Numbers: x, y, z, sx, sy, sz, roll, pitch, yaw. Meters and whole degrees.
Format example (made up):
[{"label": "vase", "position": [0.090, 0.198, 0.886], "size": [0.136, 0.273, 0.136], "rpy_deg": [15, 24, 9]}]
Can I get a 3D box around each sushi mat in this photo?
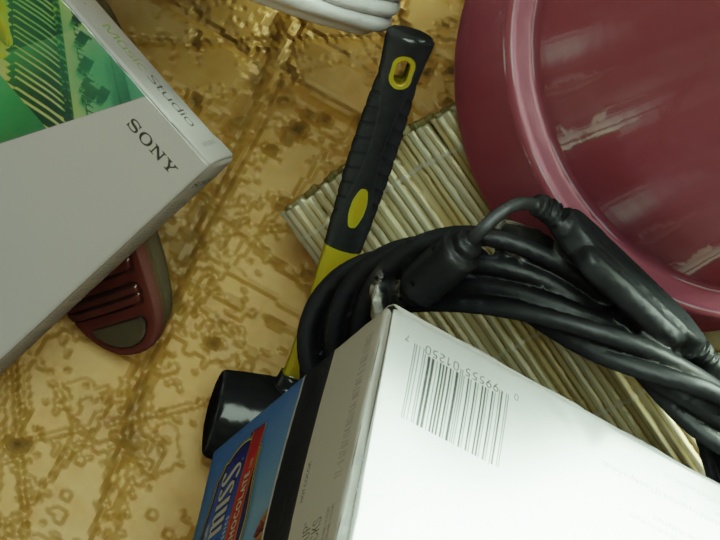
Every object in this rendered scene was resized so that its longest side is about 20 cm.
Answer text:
[{"label": "sushi mat", "position": [0.059, 0.031, 1.059], "size": [0.096, 0.012, 0.200], "rpy_deg": [-32, 97, 24]}]

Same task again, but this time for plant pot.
[{"label": "plant pot", "position": [0.161, -0.084, 0.984], "size": [0.200, 0.179, 0.200], "rpy_deg": [4, 79, -22]}]

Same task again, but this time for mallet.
[{"label": "mallet", "position": [0.000, 0.000, 1.038], "size": [0.066, 0.041, 0.200], "rpy_deg": [22, 110, -11]}]

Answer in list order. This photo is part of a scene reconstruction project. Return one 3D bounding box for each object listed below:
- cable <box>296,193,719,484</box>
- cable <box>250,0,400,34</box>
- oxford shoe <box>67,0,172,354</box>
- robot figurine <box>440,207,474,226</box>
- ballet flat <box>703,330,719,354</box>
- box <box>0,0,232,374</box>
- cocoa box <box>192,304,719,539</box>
[{"label": "cable", "position": [0.070, 0.064, 1.006], "size": [0.200, 0.163, 0.051], "rpy_deg": [42, 34, -21]}, {"label": "cable", "position": [-0.068, -0.157, 1.023], "size": [0.200, 0.200, 0.069], "rpy_deg": [26, 99, 13]}, {"label": "oxford shoe", "position": [-0.114, -0.065, 1.065], "size": [0.075, 0.070, 0.200], "rpy_deg": [-29, 102, -50]}, {"label": "robot figurine", "position": [0.117, -0.068, 1.106], "size": [0.145, 0.058, 0.200], "rpy_deg": [34, 76, -2]}, {"label": "ballet flat", "position": [0.155, 0.112, 1.069], "size": [0.057, 0.066, 0.200], "rpy_deg": [7, 79, -36]}, {"label": "box", "position": [-0.169, -0.032, 1.019], "size": [0.200, 0.036, 0.144], "rpy_deg": [-42, 87, 15]}, {"label": "cocoa box", "position": [0.046, 0.133, 0.956], "size": [0.200, 0.131, 0.133], "rpy_deg": [28, 49, -20]}]
